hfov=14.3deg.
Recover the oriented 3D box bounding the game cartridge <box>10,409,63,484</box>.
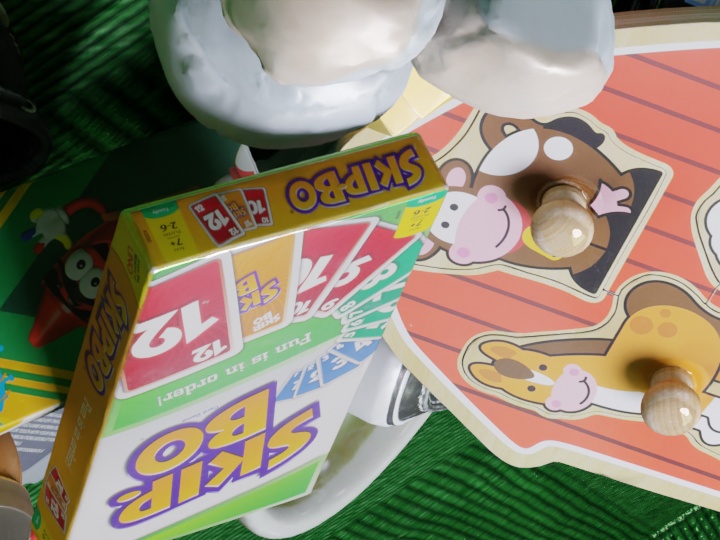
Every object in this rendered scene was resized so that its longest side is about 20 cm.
[{"bbox_3d":[-0.145,0.047,1.196,0.133,0.041,0.200,-32,166,11],"label":"game cartridge"}]

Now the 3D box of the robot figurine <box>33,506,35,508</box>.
[{"bbox_3d":[-0.209,0.176,1.321,0.199,0.116,0.176,-21,160,-38],"label":"robot figurine"}]

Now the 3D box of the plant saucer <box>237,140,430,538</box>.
[{"bbox_3d":[0.000,0.000,1.036,0.200,0.050,0.200,-48,157,-28],"label":"plant saucer"}]

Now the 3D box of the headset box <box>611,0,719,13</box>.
[{"bbox_3d":[0.140,-0.089,0.992,0.200,0.092,0.175,-70,-179,-50],"label":"headset box"}]

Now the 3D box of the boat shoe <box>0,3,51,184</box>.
[{"bbox_3d":[-0.163,-0.038,0.813,0.074,0.066,0.199,-43,163,28],"label":"boat shoe"}]

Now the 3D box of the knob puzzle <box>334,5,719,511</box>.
[{"bbox_3d":[0.084,-0.001,0.917,0.220,0.219,0.031,-42,-156,33],"label":"knob puzzle"}]

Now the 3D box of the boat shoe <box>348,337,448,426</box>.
[{"bbox_3d":[0.068,0.013,1.042,0.199,0.068,0.074,-29,144,-54],"label":"boat shoe"}]

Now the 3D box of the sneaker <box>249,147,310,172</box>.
[{"bbox_3d":[0.017,-0.043,1.107,0.199,0.083,0.072,-31,-170,-5],"label":"sneaker"}]

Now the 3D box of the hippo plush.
[{"bbox_3d":[-0.011,-0.122,0.795,0.161,0.159,0.201,-23,-137,59],"label":"hippo plush"}]

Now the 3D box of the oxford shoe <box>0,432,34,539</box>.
[{"bbox_3d":[-0.224,0.082,1.065,0.199,0.072,0.071,-2,143,-20],"label":"oxford shoe"}]

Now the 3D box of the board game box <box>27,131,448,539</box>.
[{"bbox_3d":[-0.043,0.034,0.874,0.095,0.030,0.200,-16,155,-25],"label":"board game box"}]

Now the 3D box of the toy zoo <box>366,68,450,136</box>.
[{"bbox_3d":[0.043,-0.109,0.923,0.200,0.020,0.131,-38,-156,0],"label":"toy zoo"}]

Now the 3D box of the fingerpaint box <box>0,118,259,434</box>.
[{"bbox_3d":[-0.141,0.023,0.955,0.166,0.074,0.200,-23,180,-32],"label":"fingerpaint box"}]
